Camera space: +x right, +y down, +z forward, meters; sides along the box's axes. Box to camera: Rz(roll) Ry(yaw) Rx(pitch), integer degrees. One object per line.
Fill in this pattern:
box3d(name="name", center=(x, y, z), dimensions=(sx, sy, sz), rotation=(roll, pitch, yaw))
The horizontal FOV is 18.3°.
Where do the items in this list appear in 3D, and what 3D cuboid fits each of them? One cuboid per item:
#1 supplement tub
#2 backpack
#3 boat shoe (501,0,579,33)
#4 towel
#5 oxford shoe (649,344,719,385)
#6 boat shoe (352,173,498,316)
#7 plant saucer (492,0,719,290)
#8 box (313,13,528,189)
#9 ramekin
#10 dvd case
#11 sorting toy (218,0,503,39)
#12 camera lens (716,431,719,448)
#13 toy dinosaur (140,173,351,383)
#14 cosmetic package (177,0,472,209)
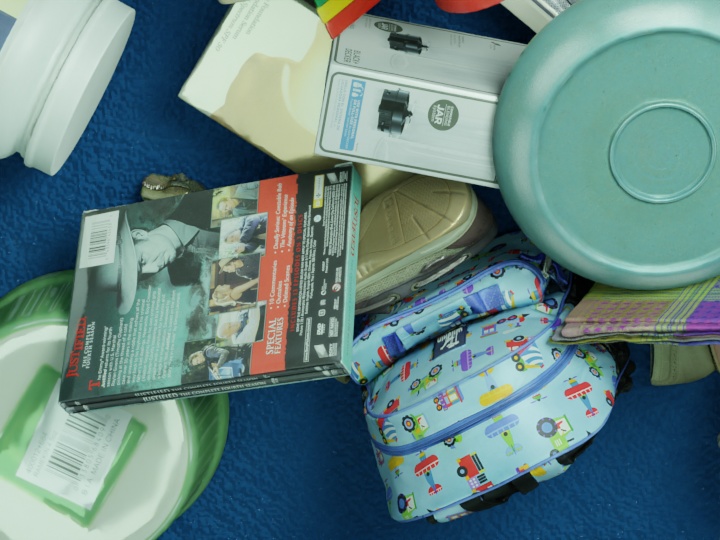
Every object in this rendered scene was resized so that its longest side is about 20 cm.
box3d(name="supplement tub", center=(-0.262, -0.162, 1.460), dimensions=(0.199, 0.145, 0.146), rotation=(27, 102, -2))
box3d(name="backpack", center=(0.077, 0.074, 1.455), dimensions=(0.181, 0.200, 0.135), rotation=(-25, 100, 16))
box3d(name="boat shoe", center=(0.160, -0.182, 1.466), dimensions=(0.200, 0.075, 0.093), rotation=(38, 105, -7))
box3d(name="towel", center=(0.229, 0.015, 1.381), dimensions=(0.198, 0.144, 0.023), rotation=(-1, 112, 28))
box3d(name="oxford shoe", center=(0.194, -0.013, 1.504), dimensions=(0.073, 0.071, 0.201), rotation=(-20, 100, 10))
box3d(name="boat shoe", center=(0.000, 0.000, 1.455), dimensions=(0.199, 0.072, 0.065), rotation=(-28, 138, 25))
box3d(name="plant saucer", center=(0.178, -0.074, 1.324), dimensions=(0.198, 0.027, 0.202), rotation=(0, 115, -1))
box3d(name="box", center=(0.075, -0.101, 1.393), dimensions=(0.198, 0.117, 0.061), rotation=(10, 114, -3))
box3d(name="ramekin", center=(-0.194, 0.107, 1.537), dimensions=(0.198, 0.098, 0.202), rotation=(1, 102, 3))
box3d(name="dvd case", center=(-0.096, 0.012, 1.434), dimensions=(0.198, 0.022, 0.147), rotation=(-9, 58, 19))
box3d(name="sorting toy", center=(0.035, -0.223, 1.385), dimensions=(0.199, 0.199, 0.070), rotation=(-6, 128, 30))
box3d(name="camera lens", center=(0.349, 0.073, 1.467), dimensions=(0.159, 0.160, 0.201), rotation=(34, 102, -4))
box3d(name="toy dinosaur", center=(-0.089, 0.021, 1.523), dimensions=(0.200, 0.088, 0.047), rotation=(50, 142, -8))
box3d(name="cosmetic package", center=(-0.011, -0.109, 1.494), dimensions=(0.199, 0.071, 0.106), rotation=(31, 102, -4))
